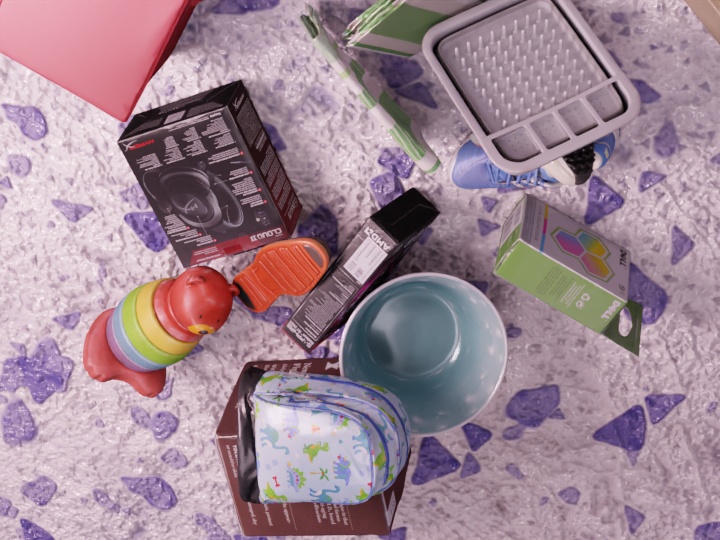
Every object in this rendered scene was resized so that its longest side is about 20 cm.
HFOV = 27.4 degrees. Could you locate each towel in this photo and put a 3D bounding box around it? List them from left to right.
[{"bbox_3d":[0.011,-0.193,1.593,0.023,0.153,0.200,-39,111,8],"label":"towel"},{"bbox_3d":[0.088,-0.290,1.525,0.200,0.152,0.023,-38,72,26],"label":"towel"}]

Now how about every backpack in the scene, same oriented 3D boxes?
[{"bbox_3d":[-0.042,0.195,1.685,0.199,0.154,0.164,1,99,3],"label":"backpack"}]

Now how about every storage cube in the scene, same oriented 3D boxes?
[{"bbox_3d":[-0.268,-0.302,1.572,0.199,0.171,0.180,28,125,-8],"label":"storage cube"}]

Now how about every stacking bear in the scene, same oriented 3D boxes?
[{"bbox_3d":[-0.234,0.060,1.814,0.121,0.114,0.200,23,141,-37],"label":"stacking bear"}]

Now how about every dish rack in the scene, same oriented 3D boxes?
[{"bbox_3d":[0.174,-0.194,1.532,0.171,0.201,0.044,-26,156,-9],"label":"dish rack"}]

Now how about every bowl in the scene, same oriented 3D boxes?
[{"bbox_3d":[0.069,0.087,1.768,0.199,0.105,0.202,-1,104,-6],"label":"bowl"}]

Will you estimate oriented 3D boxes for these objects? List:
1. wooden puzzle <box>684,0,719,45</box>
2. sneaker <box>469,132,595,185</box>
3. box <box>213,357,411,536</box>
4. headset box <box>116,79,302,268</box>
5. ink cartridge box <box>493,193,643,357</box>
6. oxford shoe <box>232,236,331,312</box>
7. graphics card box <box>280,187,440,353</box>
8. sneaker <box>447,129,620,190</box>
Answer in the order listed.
[{"bbox_3d":[0.440,-0.290,1.503,0.200,0.046,0.185,-34,110,28],"label":"wooden puzzle"},{"bbox_3d":[0.172,-0.153,1.598,0.200,0.070,0.094,53,133,20],"label":"sneaker"},{"bbox_3d":[-0.056,0.221,1.864,0.199,0.166,0.165,-4,120,14],"label":"box"},{"bbox_3d":[-0.170,-0.103,1.735,0.148,0.077,0.201,-16,119,21],"label":"headset box"},{"bbox_3d":[0.255,0.004,1.697,0.199,0.104,0.059,30,124,-8],"label":"ink cartridge box"},{"bbox_3d":[-0.083,-0.011,1.737,0.071,0.073,0.200,53,148,-9],"label":"oxford shoe"},{"bbox_3d":[0.000,0.000,1.733,0.051,0.125,0.200,43,122,8],"label":"graphics card box"},{"bbox_3d":[0.187,-0.128,1.643,0.199,0.077,0.076,-16,120,22],"label":"sneaker"}]
